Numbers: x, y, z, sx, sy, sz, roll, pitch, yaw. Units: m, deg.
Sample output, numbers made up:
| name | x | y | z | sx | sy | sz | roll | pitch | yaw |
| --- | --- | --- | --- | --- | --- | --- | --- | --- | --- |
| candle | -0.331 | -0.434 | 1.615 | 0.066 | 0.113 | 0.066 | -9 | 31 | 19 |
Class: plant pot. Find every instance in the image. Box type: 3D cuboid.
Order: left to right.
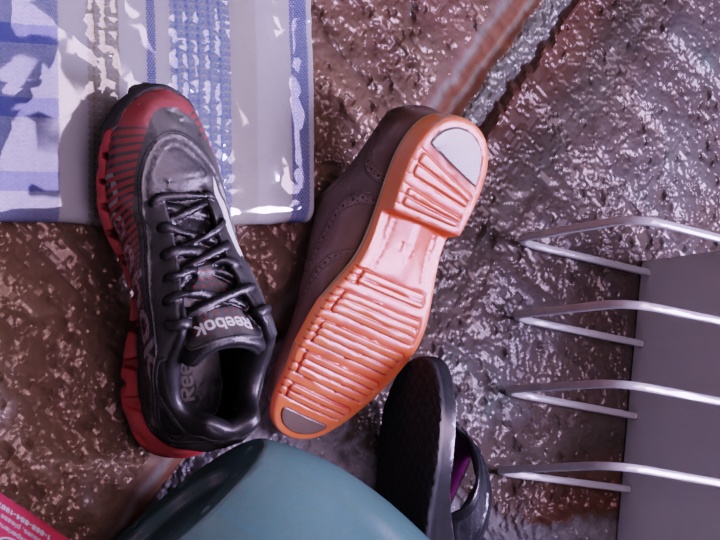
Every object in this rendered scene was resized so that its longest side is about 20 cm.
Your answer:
| name | x | y | z | sx | sy | sz | roll | pitch | yaw |
| --- | --- | --- | --- | --- | --- | --- | --- | --- | --- |
| plant pot | -0.046 | 0.182 | 0.976 | 0.201 | 0.201 | 0.161 | -42 | 98 | -28 |

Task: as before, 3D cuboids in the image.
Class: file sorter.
| name | x | y | z | sx | sy | sz | roll | pitch | yaw |
| --- | --- | --- | --- | --- | --- | --- | --- | --- | --- |
| file sorter | 0.163 | 0.078 | 1.147 | 0.124 | 0.139 | 0.200 | 11 | 80 | -29 |

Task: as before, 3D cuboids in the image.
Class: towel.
| name | x | y | z | sx | sy | sz | roll | pitch | yaw |
| --- | --- | --- | --- | --- | --- | --- | --- | --- | --- |
| towel | -0.113 | -0.097 | 1.054 | 0.200 | 0.024 | 0.147 | -1 | 89 | -31 |

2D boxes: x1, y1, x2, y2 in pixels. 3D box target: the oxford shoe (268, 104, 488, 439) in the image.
| name | x | y | z | sx | sy | sz | roll | pitch | yaw |
| --- | --- | --- | --- | --- | --- | --- | --- | --- | --- |
| oxford shoe | 0.000 | 0.000 | 1.097 | 0.071 | 0.073 | 0.200 | 31 | 88 | -37 |

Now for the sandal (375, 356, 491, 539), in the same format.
| name | x | y | z | sx | sy | sz | roll | pitch | yaw |
| --- | --- | --- | --- | --- | --- | --- | --- | --- | --- |
| sandal | 0.043 | 0.146 | 1.104 | 0.048 | 0.075 | 0.201 | -3 | 96 | -28 |

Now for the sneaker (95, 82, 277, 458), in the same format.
| name | x | y | z | sx | sy | sz | roll | pitch | yaw |
| --- | --- | --- | --- | --- | --- | --- | --- | --- | --- |
| sneaker | -0.087 | 0.003 | 1.002 | 0.071 | 0.098 | 0.201 | -9 | 98 | -28 |

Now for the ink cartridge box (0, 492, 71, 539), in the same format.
| name | x | y | z | sx | sy | sz | roll | pitch | yaw |
| --- | --- | --- | --- | --- | --- | --- | --- | --- | --- |
| ink cartridge box | -0.227 | 0.177 | 0.873 | 0.148 | 0.086 | 0.200 | 39 | 37 | -25 |
